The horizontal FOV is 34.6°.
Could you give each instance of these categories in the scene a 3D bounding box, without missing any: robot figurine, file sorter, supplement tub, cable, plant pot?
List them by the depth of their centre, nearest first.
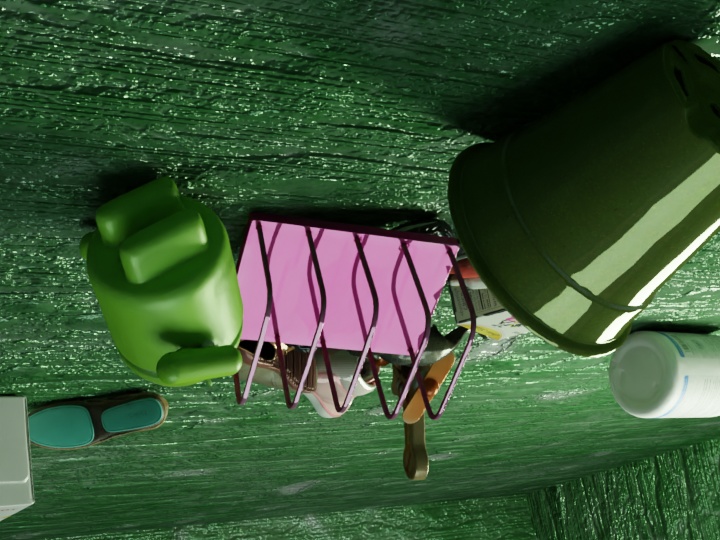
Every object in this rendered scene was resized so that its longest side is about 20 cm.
[{"bbox_3d":[0.200,-0.069,0.869,0.199,0.201,0.190,6,144,-41],"label":"plant pot"},{"bbox_3d":[-0.159,0.018,0.965,0.115,0.176,0.200,-30,147,-19],"label":"robot figurine"},{"bbox_3d":[-0.012,0.050,1.045,0.199,0.126,0.139,7,126,-17],"label":"file sorter"},{"bbox_3d":[0.072,0.009,1.218,0.199,0.051,0.097,-16,164,20],"label":"cable"},{"bbox_3d":[0.490,0.161,1.778,0.199,0.133,0.132,6,157,-39],"label":"supplement tub"}]

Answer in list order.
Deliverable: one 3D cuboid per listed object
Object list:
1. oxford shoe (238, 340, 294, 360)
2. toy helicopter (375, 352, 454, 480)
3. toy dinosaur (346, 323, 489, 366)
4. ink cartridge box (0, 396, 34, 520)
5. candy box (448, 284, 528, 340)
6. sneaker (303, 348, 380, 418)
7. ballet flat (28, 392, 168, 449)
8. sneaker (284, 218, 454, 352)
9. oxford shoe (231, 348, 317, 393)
[{"bbox_3d":[-0.091,0.068,1.289,0.071,0.072,0.199,-25,159,36],"label":"oxford shoe"},{"bbox_3d":[0.072,0.163,1.451,0.078,0.201,0.132,-2,178,-21],"label":"toy helicopter"},{"bbox_3d":[0.053,0.085,1.339,0.199,0.077,0.102,16,-172,-11],"label":"toy dinosaur"},{"bbox_3d":[-0.538,0.259,1.522,0.146,0.147,0.200,5,158,-37],"label":"ink cartridge box"},{"bbox_3d":[0.216,0.019,1.308,0.199,0.061,0.136,-17,162,25],"label":"candy box"},{"bbox_3d":[-0.015,0.151,1.573,0.104,0.076,0.200,-7,159,11],"label":"sneaker"},{"bbox_3d":[-0.364,0.204,1.605,0.199,0.068,0.072,-12,-178,-4],"label":"ballet flat"},{"bbox_3d":[0.000,0.000,1.141,0.199,0.080,0.074,-28,122,13],"label":"sneaker"},{"bbox_3d":[-0.118,0.107,1.409,0.074,0.071,0.200,-13,152,24],"label":"oxford shoe"}]
